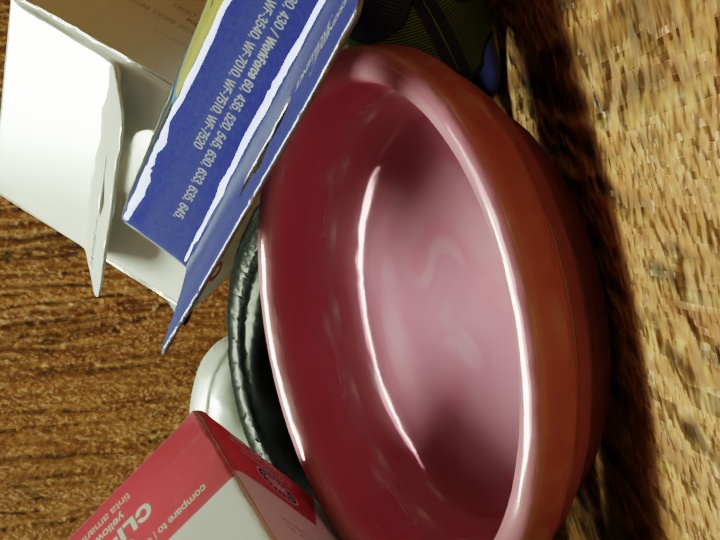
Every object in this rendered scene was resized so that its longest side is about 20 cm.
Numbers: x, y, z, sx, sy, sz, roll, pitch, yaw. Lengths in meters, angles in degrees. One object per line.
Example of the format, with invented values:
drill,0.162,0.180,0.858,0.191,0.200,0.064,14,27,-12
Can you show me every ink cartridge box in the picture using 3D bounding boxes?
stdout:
ink cartridge box,-0.011,0.164,0.676,0.145,0.083,0.200,44,-176,-37
ink cartridge box,-0.082,-0.090,0.916,0.200,0.125,0.129,-44,-22,-43
ink cartridge box,-0.035,-0.102,0.704,0.198,0.047,0.200,-56,12,46

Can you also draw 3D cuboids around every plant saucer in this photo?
plant saucer,0.027,0.018,0.671,0.200,0.051,0.201,32,127,56

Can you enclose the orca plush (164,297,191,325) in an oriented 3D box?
orca plush,-0.021,-0.030,1.056,0.071,0.200,0.105,47,-173,-39

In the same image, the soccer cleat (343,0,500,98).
soccer cleat,0.027,-0.089,0.821,0.084,0.065,0.200,62,180,7

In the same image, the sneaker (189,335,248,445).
sneaker,-0.034,0.131,0.985,0.088,0.075,0.201,2,102,54

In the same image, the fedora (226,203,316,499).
fedora,0.020,0.039,0.839,0.200,0.091,0.202,23,117,56
